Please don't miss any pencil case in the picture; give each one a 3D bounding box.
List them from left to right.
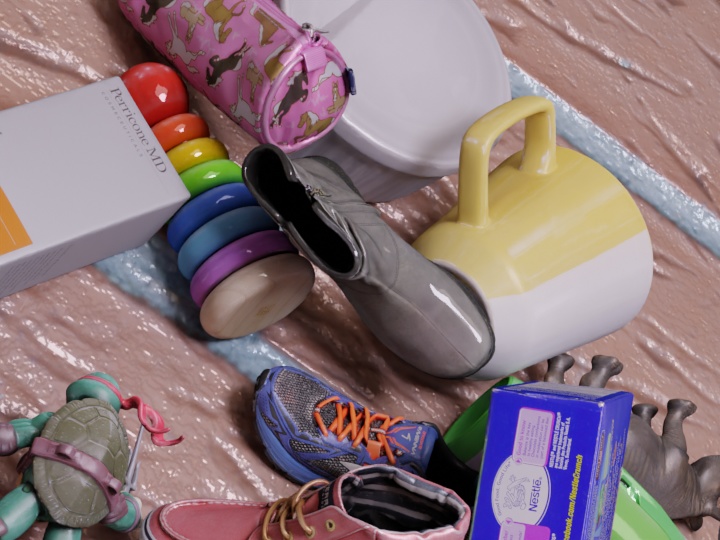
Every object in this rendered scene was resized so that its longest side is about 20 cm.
[{"bbox_3d":[-0.090,-0.162,1.641,0.200,0.087,0.083,41,-9,39],"label":"pencil case"}]

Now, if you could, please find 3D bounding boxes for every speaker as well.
[{"bbox_3d":[0.150,0.169,1.668,0.200,0.088,0.088,45,45,-5],"label":"speaker"}]

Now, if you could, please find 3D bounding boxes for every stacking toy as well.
[{"bbox_3d":[-0.112,-0.055,1.626,0.085,0.085,0.200,-12,64,-42],"label":"stacking toy"}]

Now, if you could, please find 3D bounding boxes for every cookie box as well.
[{"bbox_3d":[0.119,0.159,1.518,0.200,0.075,0.171,9,90,-78],"label":"cookie box"}]

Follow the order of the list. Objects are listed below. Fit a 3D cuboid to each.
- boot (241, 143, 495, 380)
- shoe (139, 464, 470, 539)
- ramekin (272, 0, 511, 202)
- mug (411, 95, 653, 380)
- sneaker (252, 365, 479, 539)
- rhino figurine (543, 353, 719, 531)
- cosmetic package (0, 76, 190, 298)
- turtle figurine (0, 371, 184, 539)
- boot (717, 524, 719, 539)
[{"bbox_3d":[0.000,0.000,1.566,0.200,0.068,0.131,46,9,6],"label":"boot"},{"bbox_3d":[-0.033,0.155,1.443,0.200,0.091,0.072,12,40,2],"label":"shoe"},{"bbox_3d":[0.004,-0.143,1.751,0.202,0.094,0.203,19,53,-27],"label":"ramekin"},{"bbox_3d":[0.097,-0.011,1.692,0.153,0.149,0.187,-30,93,-44],"label":"mug"},{"bbox_3d":[0.015,0.120,1.599,0.200,0.078,0.075,33,47,-17],"label":"sneaker"},{"bbox_3d":[0.214,0.136,1.754,0.200,0.060,0.088,29,61,-22],"label":"rhino figurine"},{"bbox_3d":[-0.219,-0.047,1.532,0.200,0.071,0.102,-24,78,-45],"label":"cosmetic package"},{"bbox_3d":[-0.189,0.127,1.430,0.150,0.101,0.200,34,53,-16],"label":"turtle figurine"},{"bbox_3d":[0.283,0.299,1.687,0.174,0.069,0.200,-57,135,-64],"label":"boot"}]
